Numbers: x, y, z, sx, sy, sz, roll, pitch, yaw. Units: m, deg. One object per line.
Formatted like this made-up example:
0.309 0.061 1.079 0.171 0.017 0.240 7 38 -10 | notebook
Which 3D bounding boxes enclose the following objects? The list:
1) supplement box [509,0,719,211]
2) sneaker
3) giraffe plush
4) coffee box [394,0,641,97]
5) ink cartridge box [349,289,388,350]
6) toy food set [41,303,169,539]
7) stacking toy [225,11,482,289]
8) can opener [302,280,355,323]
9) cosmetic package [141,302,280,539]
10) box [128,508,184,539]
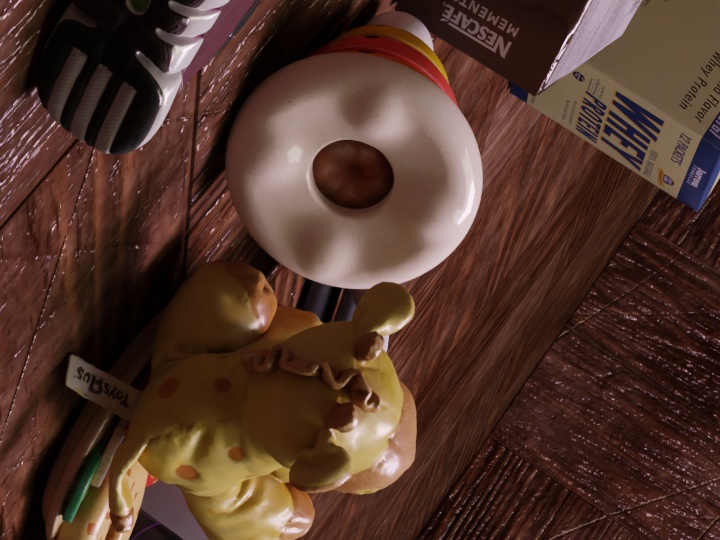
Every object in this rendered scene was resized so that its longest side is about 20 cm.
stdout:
0.268 -0.202 1.925 0.201 0.199 0.134 -54 169 -18 | supplement box
-0.061 -0.147 0.917 0.200 0.075 0.116 -52 180 36 | sneaker
-0.037 0.073 1.231 0.199 0.161 0.174 12 75 -52 | giraffe plush
0.117 -0.196 1.472 0.080 0.113 0.200 -62 168 26 | coffee box
0.000 0.000 1.480 0.162 0.050 0.202 86 15 -74 | ink cartridge box
-0.129 0.096 1.367 0.200 0.048 0.199 -48 166 -42 | toy food set
0.006 -0.096 1.308 0.201 0.145 0.147 -77 -168 -58 | stacking toy
-0.031 0.054 1.695 0.067 0.053 0.201 -50 167 -38 | can opener
-0.093 0.132 1.542 0.201 0.085 0.108 -62 170 27 | cosmetic package
-0.177 0.265 1.441 0.200 0.122 0.106 -51 169 -29 | box
